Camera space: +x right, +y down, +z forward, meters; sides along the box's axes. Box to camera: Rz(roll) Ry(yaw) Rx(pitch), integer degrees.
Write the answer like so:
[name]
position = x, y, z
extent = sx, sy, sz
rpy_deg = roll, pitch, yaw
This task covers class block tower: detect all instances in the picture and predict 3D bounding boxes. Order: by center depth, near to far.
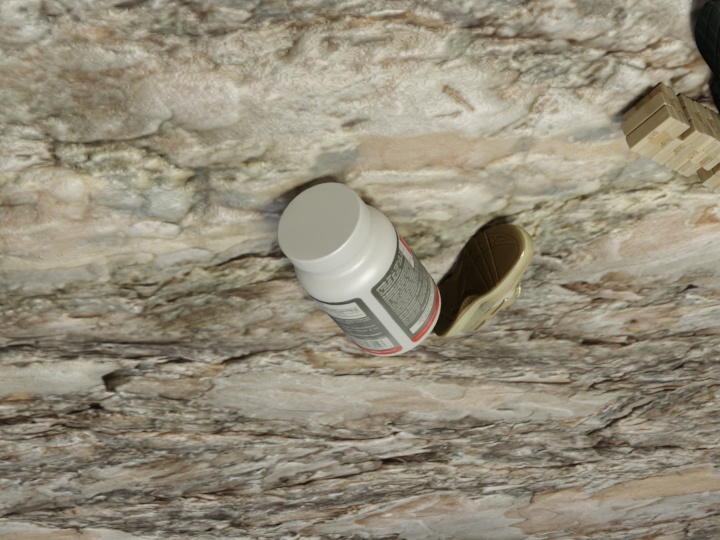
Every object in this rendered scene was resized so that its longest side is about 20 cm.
[block tower]
position = 0.355, -0.126, 1.062
extent = 0.200, 0.054, 0.058
rpy_deg = 19, 136, -34

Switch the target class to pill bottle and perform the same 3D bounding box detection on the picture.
[pill bottle]
position = 0.000, 0.000, 1.102
extent = 0.116, 0.116, 0.200
rpy_deg = -21, 142, 15

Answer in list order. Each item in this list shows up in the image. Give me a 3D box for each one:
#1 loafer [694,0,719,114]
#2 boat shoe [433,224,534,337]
[loafer]
position = 0.363, -0.197, 0.964
extent = 0.072, 0.073, 0.200
rpy_deg = -29, 150, 12
[boat shoe]
position = 0.150, 0.013, 1.197
extent = 0.065, 0.072, 0.200
rpy_deg = 0, 146, -27
